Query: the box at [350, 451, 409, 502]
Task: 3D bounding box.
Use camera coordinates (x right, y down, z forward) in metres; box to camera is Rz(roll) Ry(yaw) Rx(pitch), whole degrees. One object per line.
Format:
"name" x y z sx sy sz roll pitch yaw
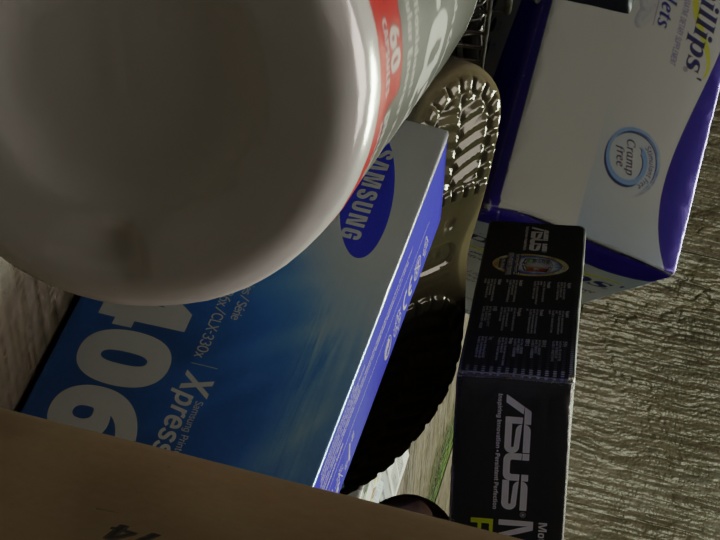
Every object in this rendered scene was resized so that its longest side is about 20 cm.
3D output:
"box" -0.020 0.173 1.233 0.156 0.041 0.200 76 28 -71

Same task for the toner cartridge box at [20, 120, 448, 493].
"toner cartridge box" -0.042 0.024 0.705 0.043 0.095 0.200 94 12 -46

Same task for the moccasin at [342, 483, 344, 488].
"moccasin" -0.049 0.103 0.829 0.200 0.080 0.068 93 18 -46

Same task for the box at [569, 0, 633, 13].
"box" 0.045 -0.206 0.736 0.104 0.148 0.200 71 34 -75

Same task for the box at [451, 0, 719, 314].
"box" 0.091 -0.082 1.115 0.200 0.105 0.184 -23 -131 67

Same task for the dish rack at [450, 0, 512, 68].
"dish rack" 0.035 -0.159 0.954 0.200 0.054 0.154 89 2 -75

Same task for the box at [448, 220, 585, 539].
"box" 0.063 0.083 0.882 0.200 0.044 0.161 -69 162 -72

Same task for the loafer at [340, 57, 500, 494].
"loafer" 0.000 0.000 0.847 0.076 0.067 0.200 -12 129 -45

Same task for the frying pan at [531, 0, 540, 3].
"frying pan" 0.078 -0.200 0.975 0.115 0.031 0.191 61 38 -82

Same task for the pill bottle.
"pill bottle" -0.030 -0.078 0.564 0.200 0.114 0.114 -57 159 -64

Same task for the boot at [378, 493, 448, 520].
"boot" 0.004 0.121 0.825 0.200 0.064 0.187 104 12 -56

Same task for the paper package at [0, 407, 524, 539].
"paper package" -0.050 0.105 0.435 0.191 0.200 0.104 -37 140 -77
